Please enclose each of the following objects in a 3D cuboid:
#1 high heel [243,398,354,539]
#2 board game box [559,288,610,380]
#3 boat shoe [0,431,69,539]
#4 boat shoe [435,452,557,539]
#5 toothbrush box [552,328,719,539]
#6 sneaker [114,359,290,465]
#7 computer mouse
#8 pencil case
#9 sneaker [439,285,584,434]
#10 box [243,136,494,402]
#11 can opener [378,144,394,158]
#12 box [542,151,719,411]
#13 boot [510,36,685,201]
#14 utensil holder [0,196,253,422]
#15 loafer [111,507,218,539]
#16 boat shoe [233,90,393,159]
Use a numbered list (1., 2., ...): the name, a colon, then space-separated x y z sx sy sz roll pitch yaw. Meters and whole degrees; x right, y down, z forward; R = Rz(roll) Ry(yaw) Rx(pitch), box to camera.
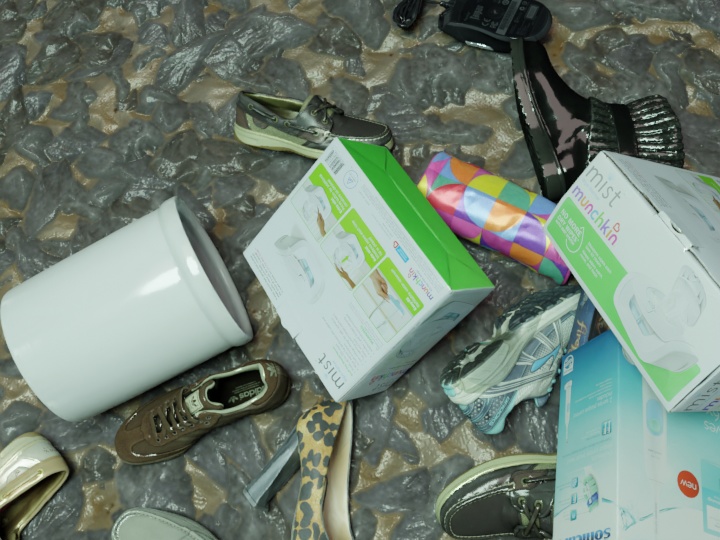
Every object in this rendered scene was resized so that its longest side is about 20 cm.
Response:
1. high heel: -0.008 0.223 0.724 0.200 0.071 0.143 38 83 29
2. board game box: 0.287 0.039 0.753 0.135 0.035 0.201 23 71 -12
3. boat shoe: -0.379 0.263 0.759 0.069 0.074 0.200 29 74 23
4. boat shoe: 0.170 0.212 0.691 0.199 0.073 0.065 -17 25 1
5. toothbrush box: 0.246 0.167 0.619 0.146 0.085 0.201 23 57 -12
6. sneaker: -0.173 0.139 0.781 0.199 0.076 0.071 -25 67 -3
7. computer mouse: 0.152 -0.339 0.954 0.199 0.046 0.141 14 66 18
8. pencil case: 0.151 -0.059 0.815 0.199 0.088 0.089 28 74 17
9. sneaker: 0.171 0.088 0.768 0.200 0.078 0.087 -35 102 -21
10. box: 0.000 0.000 0.761 0.177 0.097 0.200 -48 64 27
11. can opener: 0.022 -0.036 0.837 0.063 0.079 0.201 -5 80 14
12. box: 0.283 0.008 0.618 0.176 0.097 0.200 4 44 -32
13. boot: 0.263 -0.185 0.851 0.157 0.079 0.212 -15 77 9
14. utensil holder: -0.239 0.044 0.782 0.199 0.170 0.170 -28 67 -1
15. loafer: -0.159 0.287 0.721 0.199 0.070 0.070 21 72 15
16. boat shoe: -0.059 -0.175 0.889 0.199 0.065 0.073 7 36 10
